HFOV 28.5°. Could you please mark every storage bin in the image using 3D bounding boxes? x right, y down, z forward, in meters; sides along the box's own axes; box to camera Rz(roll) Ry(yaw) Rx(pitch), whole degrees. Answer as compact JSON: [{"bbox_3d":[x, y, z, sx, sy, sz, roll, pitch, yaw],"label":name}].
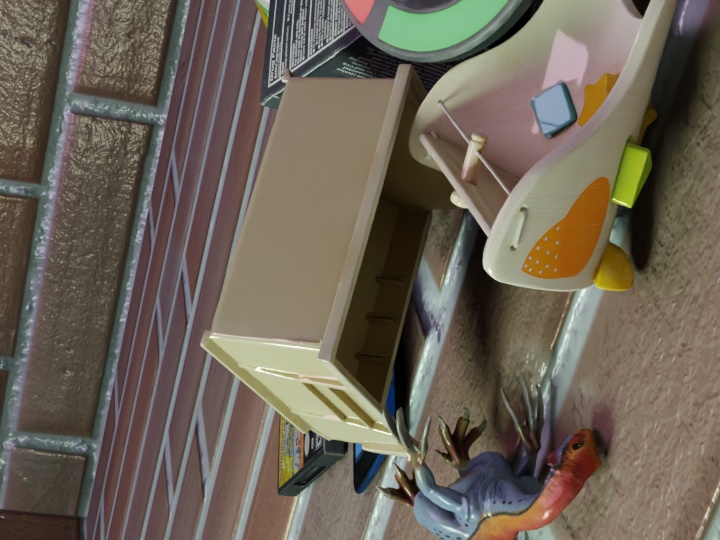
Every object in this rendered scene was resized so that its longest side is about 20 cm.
[{"bbox_3d":[0.000,0.000,0.946,0.199,0.094,0.200,50,-131,-57],"label":"storage bin"}]

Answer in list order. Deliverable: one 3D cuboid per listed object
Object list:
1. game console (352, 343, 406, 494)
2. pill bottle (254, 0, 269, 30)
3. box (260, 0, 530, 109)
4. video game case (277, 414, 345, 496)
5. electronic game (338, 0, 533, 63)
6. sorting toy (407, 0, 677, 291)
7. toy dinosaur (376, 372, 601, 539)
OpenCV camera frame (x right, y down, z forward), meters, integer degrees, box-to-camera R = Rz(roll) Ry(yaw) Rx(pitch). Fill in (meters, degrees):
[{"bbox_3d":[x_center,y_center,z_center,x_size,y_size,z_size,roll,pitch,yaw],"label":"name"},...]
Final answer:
[{"bbox_3d":[-0.025,0.064,1.195,0.118,0.171,0.200,-29,50,38],"label":"game console"},{"bbox_3d":[-0.030,-0.232,1.279,0.200,0.111,0.111,67,-155,-69],"label":"pill bottle"},{"bbox_3d":[0.027,-0.228,1.047,0.198,0.123,0.200,-20,62,59],"label":"box"},{"bbox_3d":[-0.047,0.108,1.414,0.181,0.025,0.200,130,144,-63],"label":"video game case"},{"bbox_3d":[0.045,-0.224,0.845,0.200,0.042,0.200,6,99,46],"label":"electronic game"},{"bbox_3d":[0.121,-0.100,0.783,0.200,0.107,0.180,-114,43,-65],"label":"sorting toy"},{"bbox_3d":[0.091,0.137,0.864,0.181,0.105,0.200,25,143,62],"label":"toy dinosaur"}]
